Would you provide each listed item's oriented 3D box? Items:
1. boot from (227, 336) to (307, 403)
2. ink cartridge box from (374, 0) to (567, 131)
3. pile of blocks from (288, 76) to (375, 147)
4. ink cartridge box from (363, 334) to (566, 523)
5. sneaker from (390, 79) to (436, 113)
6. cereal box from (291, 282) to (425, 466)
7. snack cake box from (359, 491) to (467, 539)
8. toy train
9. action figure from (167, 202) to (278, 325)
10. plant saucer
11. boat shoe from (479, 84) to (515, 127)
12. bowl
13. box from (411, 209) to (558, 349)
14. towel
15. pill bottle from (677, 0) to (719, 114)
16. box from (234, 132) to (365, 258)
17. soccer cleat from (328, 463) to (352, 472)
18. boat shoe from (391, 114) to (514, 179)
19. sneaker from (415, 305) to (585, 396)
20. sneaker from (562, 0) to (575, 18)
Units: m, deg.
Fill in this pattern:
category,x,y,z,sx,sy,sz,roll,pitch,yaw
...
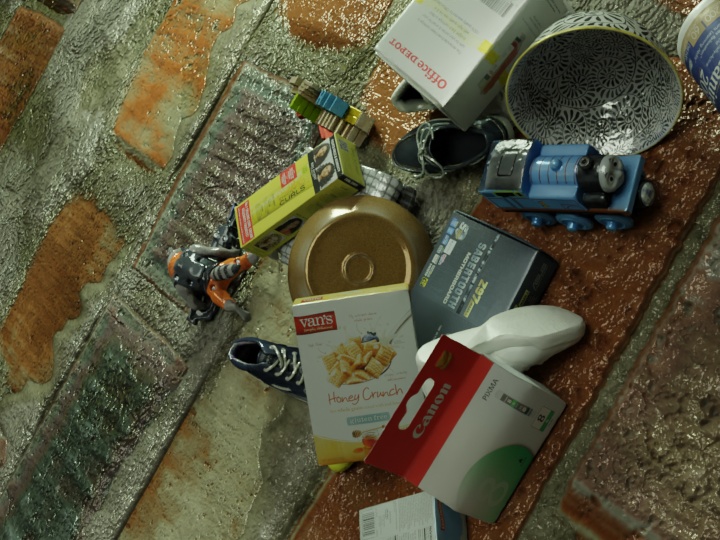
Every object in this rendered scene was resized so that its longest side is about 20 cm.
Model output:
category,x,y,z,sx,sy,sz,roll,pitch,yaw
boot,-0.092,0.136,1.480,0.198,0.090,0.074,2,71,45
ink cartridge box,0.135,-0.300,1.368,0.201,0.083,0.145,-49,57,7
pile of blocks,-0.057,-0.233,1.639,0.199,0.082,0.063,33,93,47
ink cartridge box,0.117,0.174,1.175,0.050,0.199,0.162,35,95,45
sneaker,0.121,-0.255,1.455,0.199,0.078,0.099,-27,12,42
cereal box,0.003,0.124,1.306,0.141,0.040,0.204,-9,102,6
snack cake box,0.063,0.361,1.232,0.114,0.067,0.203,-22,56,33
toy train,0.236,-0.099,1.260,0.198,0.114,0.088,6,74,46
action figure,-0.220,-0.018,1.678,0.191,0.104,0.204,7,77,36
plant saucer,0.000,0.000,1.412,0.196,0.035,0.204,-1,83,6
boat shoe,0.207,-0.229,1.390,0.198,0.065,0.073,-5,66,42
bowl,0.268,-0.227,1.252,0.199,0.201,0.095,-19,42,37
box,0.131,0.044,1.337,0.157,0.051,0.202,30,93,47
towel,-0.027,-0.065,1.526,0.199,0.085,0.168,22,87,46
pill bottle,0.419,-0.194,1.133,0.111,0.110,0.202,-40,47,22
box,-0.085,-0.100,1.500,0.199,0.050,0.076,-33,53,30
soccer cleat,-0.023,0.161,1.377,0.064,0.083,0.203,33,115,43
boat shoe,0.109,-0.160,1.440,0.198,0.061,0.076,2,105,44
sneaker,0.162,0.104,1.243,0.196,0.090,0.075,-16,24,-5
sneaker,0.200,-0.341,1.454,0.198,0.080,0.079,32,76,24
